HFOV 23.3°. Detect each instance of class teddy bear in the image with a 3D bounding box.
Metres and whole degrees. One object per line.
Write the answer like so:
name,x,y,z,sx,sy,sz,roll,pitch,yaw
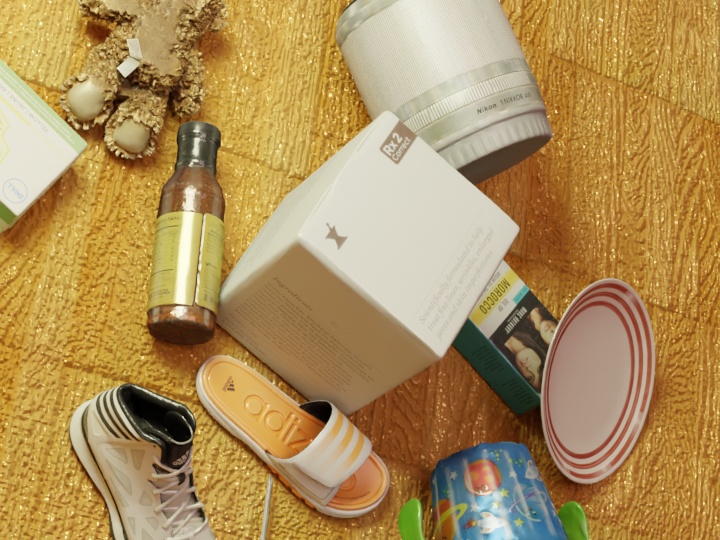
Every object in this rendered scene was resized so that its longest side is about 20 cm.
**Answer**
teddy bear,-0.200,-0.196,1.600,0.144,0.067,0.202,16,71,-19

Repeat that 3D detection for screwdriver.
screwdriver,-0.093,0.272,1.493,0.029,0.028,0.202,1,66,1

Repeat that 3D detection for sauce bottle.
sauce bottle,-0.151,-0.035,1.557,0.066,0.066,0.202,16,63,-24

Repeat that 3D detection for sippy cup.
sippy cup,0.122,0.231,1.578,0.178,0.139,0.131,44,29,-59

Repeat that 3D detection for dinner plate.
dinner plate,0.227,0.107,1.702,0.199,0.024,0.202,-10,103,-50

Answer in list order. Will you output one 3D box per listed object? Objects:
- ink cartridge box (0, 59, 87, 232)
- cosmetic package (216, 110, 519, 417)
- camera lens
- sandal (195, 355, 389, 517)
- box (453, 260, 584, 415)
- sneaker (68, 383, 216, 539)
ink cartridge box,-0.348,-0.089,1.474,0.146,0.048,0.200,44,53,-9
cosmetic package,0.000,0.000,1.547,0.165,0.200,0.165,40,57,-10
camera lens,0.078,-0.189,1.684,0.159,0.160,0.201,-19,81,-34
sandal,-0.054,0.145,1.543,0.206,0.059,0.079,37,57,-13
box,0.121,0.038,1.695,0.200,0.049,0.082,47,55,-6
sneaker,-0.161,0.183,1.431,0.075,0.115,0.201,-32,89,-35
